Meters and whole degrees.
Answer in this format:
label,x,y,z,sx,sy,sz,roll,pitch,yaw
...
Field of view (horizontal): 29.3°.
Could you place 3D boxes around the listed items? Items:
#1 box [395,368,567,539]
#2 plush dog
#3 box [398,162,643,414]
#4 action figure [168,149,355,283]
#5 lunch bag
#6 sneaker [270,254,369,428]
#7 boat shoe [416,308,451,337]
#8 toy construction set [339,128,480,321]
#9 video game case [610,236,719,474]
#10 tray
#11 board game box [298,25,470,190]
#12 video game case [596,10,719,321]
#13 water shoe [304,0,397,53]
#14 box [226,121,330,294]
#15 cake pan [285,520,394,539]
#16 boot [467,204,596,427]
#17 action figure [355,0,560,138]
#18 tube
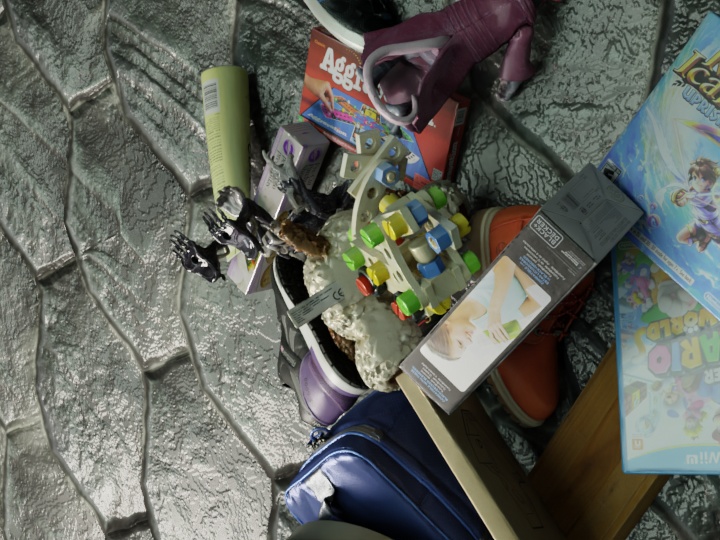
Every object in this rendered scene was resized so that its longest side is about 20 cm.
label,x,y,z,sx,sy,sz,roll,pitch,yaw
box,0.113,0.175,1.172,0.021,0.163,0.200,-36,71,12
plush dog,0.000,0.000,1.286,0.160,0.172,0.200,19,86,0
box,0.127,0.016,1.104,0.060,0.117,0.200,44,126,6
action figure,-0.087,-0.059,1.330,0.119,0.200,0.102,-40,81,37
lunch bag,0.031,0.209,1.268,0.200,0.132,0.136,42,131,-4
sneaker,-0.063,0.071,1.388,0.088,0.076,0.200,-51,42,25
boat shoe,0.054,0.118,1.333,0.063,0.073,0.202,-97,28,-43
toy construction set,0.028,-0.033,1.125,0.131,0.092,0.200,66,177,-31
video game case,0.274,0.063,1.113,0.143,0.018,0.201,-5,84,35
tray,0.217,0.164,1.204,0.099,0.037,0.200,45,123,28
board game box,0.018,-0.155,1.340,0.200,0.019,0.103,32,124,35
video game case,0.295,-0.070,1.066,0.200,0.045,0.181,46,113,28
water shoe,-0.014,-0.281,1.323,0.200,0.071,0.079,48,121,24
box,-0.088,-0.062,1.436,0.039,0.041,0.200,45,129,28
cake pan,0.007,0.290,1.234,0.200,0.037,0.201,19,144,15
boot,0.160,0.038,1.214,0.107,0.075,0.201,-8,90,38
action figure,0.087,-0.211,1.187,0.200,0.149,0.134,-32,82,8
tube,-0.137,-0.114,1.455,0.052,0.058,0.201,-9,78,21
